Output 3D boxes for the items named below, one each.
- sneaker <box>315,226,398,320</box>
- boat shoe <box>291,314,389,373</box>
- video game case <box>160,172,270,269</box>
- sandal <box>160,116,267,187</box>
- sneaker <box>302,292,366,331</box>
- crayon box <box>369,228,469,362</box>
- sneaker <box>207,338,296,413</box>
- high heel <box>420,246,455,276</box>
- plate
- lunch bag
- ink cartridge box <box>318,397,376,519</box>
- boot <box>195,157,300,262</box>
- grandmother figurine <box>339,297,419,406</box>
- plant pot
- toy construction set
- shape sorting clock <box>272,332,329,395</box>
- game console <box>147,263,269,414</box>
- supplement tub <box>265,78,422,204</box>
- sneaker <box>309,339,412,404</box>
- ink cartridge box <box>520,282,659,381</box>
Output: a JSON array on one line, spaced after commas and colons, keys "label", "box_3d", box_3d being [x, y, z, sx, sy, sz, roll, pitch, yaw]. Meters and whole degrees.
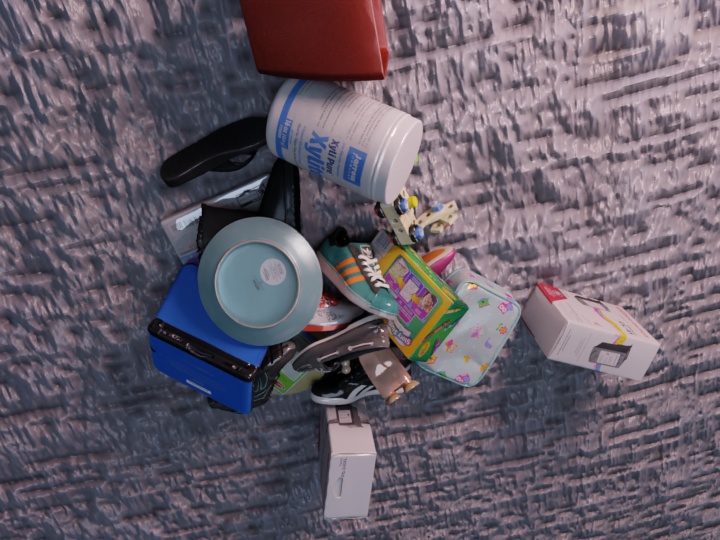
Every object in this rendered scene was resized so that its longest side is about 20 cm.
[{"label": "sneaker", "box_3d": [0.000, 0.000, 1.038, 0.071, 0.200, 0.081, 14, 112, -52]}, {"label": "boat shoe", "box_3d": [-0.036, 0.137, 1.050, 0.199, 0.058, 0.066, -31, 158, 28]}, {"label": "video game case", "box_3d": [-0.206, -0.044, 1.075, 0.197, 0.024, 0.184, -23, 116, 1]}, {"label": "sandal", "box_3d": [-0.217, -0.182, 0.994, 0.198, 0.076, 0.048, -21, 141, 10]}, {"label": "sneaker", "box_3d": [-0.090, 0.043, 1.065, 0.198, 0.067, 0.110, -4, 101, 1]}, {"label": "crayon box", "box_3d": [0.071, 0.039, 1.058, 0.058, 0.200, 0.119, 16, 117, -51]}, {"label": "sneaker", "box_3d": [-0.180, 0.186, 1.123, 0.199, 0.076, 0.079, -37, 124, 19]}, {"label": "high heel", "box_3d": [0.106, 0.043, 1.130, 0.199, 0.068, 0.096, -38, 104, 15]}, {"label": "plate", "box_3d": [-0.157, 0.020, 0.977, 0.196, 0.026, 0.204, 1, 99, 4]}, {"label": "lunch bag", "box_3d": [0.193, 0.110, 1.173, 0.158, 0.077, 0.202, 23, 109, -19]}, {"label": "ink cartridge box", "box_3d": [-0.030, 0.330, 1.169, 0.082, 0.201, 0.148, 3, 114, -9]}, {"label": "boot", "box_3d": [-0.176, -0.086, 1.009, 0.159, 0.073, 0.202, 1, 99, 4]}, {"label": "grandmother figurine", "box_3d": [0.014, 0.138, 1.122, 0.120, 0.061, 0.201, -30, 77, -16]}, {"label": "plant pot", "box_3d": [-0.064, -0.365, 0.868, 0.173, 0.201, 0.203, -8, 116, 8]}, {"label": "toy construction set", "box_3d": [0.076, -0.121, 1.038, 0.091, 0.132, 0.200, -22, 127, 37]}, {"label": "shape sorting clock", "box_3d": [-0.150, 0.141, 1.155, 0.196, 0.039, 0.203, -1, 114, -3]}, {"label": "game console", "box_3d": [-0.241, 0.117, 1.067, 0.198, 0.119, 0.172, 24, 137, 11]}, {"label": "supplement tub", "box_3d": [-0.024, -0.192, 0.917, 0.198, 0.132, 0.134, 25, 112, 13]}, {"label": "sneaker", "box_3d": [0.000, 0.175, 1.179, 0.197, 0.073, 0.114, -7, 112, -19]}, {"label": "ink cartridge box", "box_3d": [0.416, 0.111, 1.168, 0.197, 0.148, 0.087, 13, 113, -15]}]
